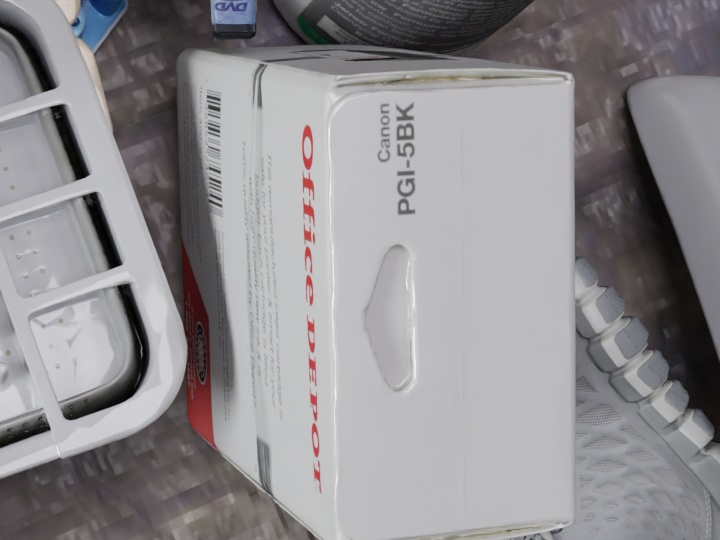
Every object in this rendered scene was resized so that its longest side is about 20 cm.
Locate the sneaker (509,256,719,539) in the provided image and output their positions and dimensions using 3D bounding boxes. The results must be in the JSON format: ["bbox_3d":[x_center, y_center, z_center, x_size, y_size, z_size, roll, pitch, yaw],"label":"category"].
[{"bbox_3d":[0.066,0.070,0.848,0.115,0.075,0.200,-44,95,-17],"label":"sneaker"}]

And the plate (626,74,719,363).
[{"bbox_3d":[0.223,-0.009,0.883,0.198,0.032,0.201,0,51,-17],"label":"plate"}]

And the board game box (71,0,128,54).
[{"bbox_3d":[-0.216,-0.090,0.814,0.199,0.026,0.201,37,73,-8],"label":"board game box"}]

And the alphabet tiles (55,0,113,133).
[{"bbox_3d":[-0.193,-0.066,0.795,0.198,0.015,0.197,-14,85,-19],"label":"alphabet tiles"}]

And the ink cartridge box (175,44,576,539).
[{"bbox_3d":[0.000,0.000,0.756,0.082,0.200,0.148,-4,99,-18],"label":"ink cartridge box"}]

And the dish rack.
[{"bbox_3d":[-0.174,0.002,0.752,0.198,0.044,0.173,-18,80,-18],"label":"dish rack"}]

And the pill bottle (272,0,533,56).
[{"bbox_3d":[0.037,-0.148,0.809,0.112,0.200,0.114,3,80,-16],"label":"pill bottle"}]

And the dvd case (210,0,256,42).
[{"bbox_3d":[-0.046,-0.199,0.782,0.017,0.143,0.202,-1,114,-3],"label":"dvd case"}]
